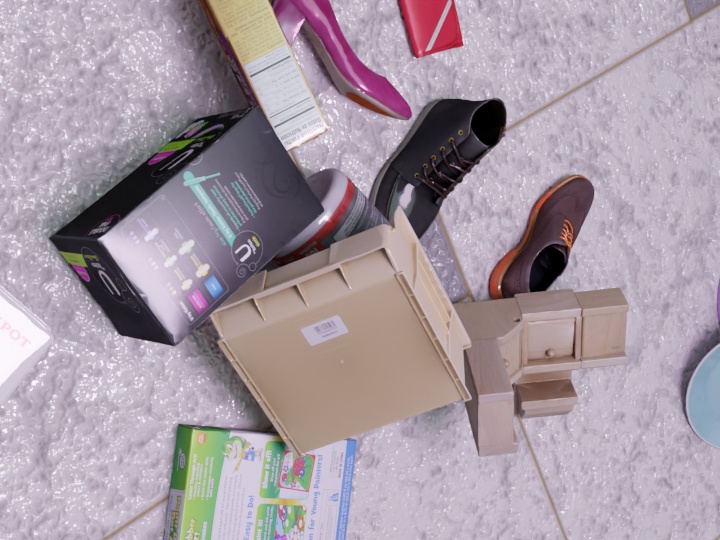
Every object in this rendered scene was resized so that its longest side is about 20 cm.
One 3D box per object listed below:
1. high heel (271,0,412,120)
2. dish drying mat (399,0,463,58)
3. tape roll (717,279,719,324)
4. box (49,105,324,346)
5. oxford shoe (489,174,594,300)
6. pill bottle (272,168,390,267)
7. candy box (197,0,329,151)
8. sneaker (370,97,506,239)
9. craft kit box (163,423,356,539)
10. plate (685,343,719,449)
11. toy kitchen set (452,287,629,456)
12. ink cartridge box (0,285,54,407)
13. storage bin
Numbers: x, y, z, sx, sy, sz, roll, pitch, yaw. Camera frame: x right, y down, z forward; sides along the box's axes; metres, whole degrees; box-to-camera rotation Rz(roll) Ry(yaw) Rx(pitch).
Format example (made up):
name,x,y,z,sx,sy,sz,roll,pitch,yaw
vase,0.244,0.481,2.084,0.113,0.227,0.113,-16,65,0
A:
name,x,y,z,sx,sy,sz,roll,pitch,yaw
high heel,-0.010,-0.245,1.191,0.198,0.067,0.097,31,85,-14
dish drying mat,0.067,-0.349,1.265,0.076,0.018,0.204,-19,101,-29
tape roll,0.594,0.043,1.566,0.197,0.065,0.204,-1,91,-32
box,-0.164,-0.043,1.049,0.200,0.148,0.125,-44,112,-23
oxford shoe,0.237,-0.034,1.340,0.071,0.072,0.201,43,69,-24
pill bottle,0.000,0.000,1.169,0.200,0.115,0.117,45,69,-23
candy box,-0.102,-0.214,1.088,0.056,0.117,0.203,-26,99,-6
sneaker,0.083,-0.109,1.225,0.074,0.106,0.203,33,74,-27
craft kit box,-0.105,0.268,1.151,0.195,0.048,0.204,10,85,-34
plate,0.532,0.156,1.507,0.196,0.026,0.204,-3,117,-7
toy kitchen set,0.212,0.141,1.239,0.196,0.181,0.166,-6,120,-2
ink cartridge box,-0.384,0.088,0.953,0.147,0.082,0.201,45,69,-24
storage bin,-0.017,0.061,1.084,0.094,0.197,0.200,-86,152,-54
